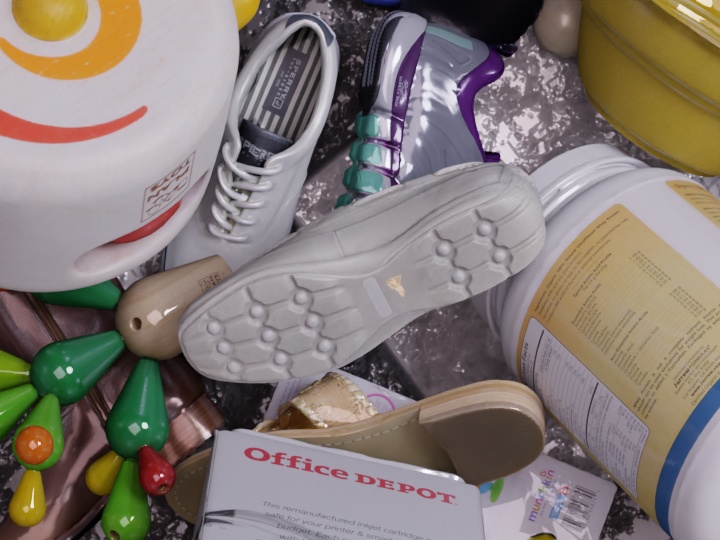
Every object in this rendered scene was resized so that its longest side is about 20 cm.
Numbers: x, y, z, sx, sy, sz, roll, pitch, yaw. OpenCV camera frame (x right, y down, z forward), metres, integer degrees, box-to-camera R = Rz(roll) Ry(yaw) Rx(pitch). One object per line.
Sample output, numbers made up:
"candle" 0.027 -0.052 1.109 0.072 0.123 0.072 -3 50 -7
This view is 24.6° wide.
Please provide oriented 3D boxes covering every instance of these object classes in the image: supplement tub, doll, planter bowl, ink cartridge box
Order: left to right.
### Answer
"ink cartridge box" -0.016 0.174 0.781 0.143 0.201 0.085 13 116 -6
"doll" 0.048 -0.181 0.944 0.198 0.048 0.138 28 104 0
"supplement tub" 0.163 0.039 0.852 0.145 0.145 0.200 -42 51 -2
"planter bowl" 0.180 -0.110 0.897 0.199 0.201 0.084 32 116 1

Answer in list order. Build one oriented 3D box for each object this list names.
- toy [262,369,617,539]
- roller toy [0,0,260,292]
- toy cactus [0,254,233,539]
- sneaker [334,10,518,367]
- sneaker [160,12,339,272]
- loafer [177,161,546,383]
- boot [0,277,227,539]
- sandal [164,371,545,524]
"toy" 0.031 0.139 0.926 0.198 0.047 0.116 21 77 13
"roller toy" -0.151 -0.095 0.805 0.197 0.140 0.185 7 64 -10
"toy cactus" -0.140 0.037 0.870 0.164 0.102 0.201 -29 74 -17
"sneaker" 0.033 -0.039 0.924 0.086 0.074 0.203 11 98 -10
"sneaker" -0.066 -0.054 0.929 0.072 0.071 0.202 17 89 1
"loafer" 0.000 0.000 0.848 0.198 0.070 0.070 -20 115 7
"boot" -0.200 0.057 0.929 0.186 0.064 0.201 -36 89 -10
"sandal" -0.001 0.086 0.893 0.209 0.070 0.078 -14 127 17
